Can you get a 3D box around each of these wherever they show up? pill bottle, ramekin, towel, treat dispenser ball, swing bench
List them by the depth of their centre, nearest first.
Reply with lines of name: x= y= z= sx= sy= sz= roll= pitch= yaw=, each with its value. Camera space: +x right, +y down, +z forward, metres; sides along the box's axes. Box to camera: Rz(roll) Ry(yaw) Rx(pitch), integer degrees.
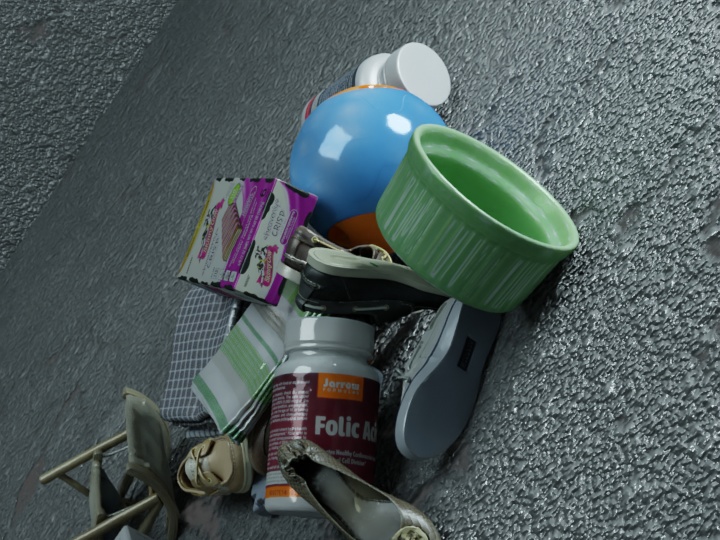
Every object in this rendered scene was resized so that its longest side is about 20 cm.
ramekin: x=0.112 y=-0.049 z=1.460 sx=0.098 sy=0.199 sz=0.200 roll=-55 pitch=23 yaw=23
pill bottle: x=-0.038 y=0.156 z=1.515 sx=0.114 sy=0.114 sz=0.201 roll=-17 pitch=66 yaw=56
towel: x=-0.116 y=0.083 z=1.645 sx=0.200 sy=0.031 sz=0.149 roll=-56 pitch=33 yaw=6
treat dispenser ball: x=0.016 y=-0.120 z=1.715 sx=0.201 sy=0.200 sz=0.201 roll=-43 pitch=27 yaw=29
towel: x=-0.174 y=0.107 z=1.806 sx=0.165 sy=0.085 sz=0.201 roll=-10 pitch=62 yaw=53
pill bottle: x=0.022 y=-0.219 z=1.928 sx=0.200 sy=0.119 sz=0.120 roll=-29 pitch=36 yaw=47
swing bench: x=-0.323 y=0.301 z=1.944 sx=0.200 sy=0.130 sz=0.199 roll=-45 pitch=25 yaw=13

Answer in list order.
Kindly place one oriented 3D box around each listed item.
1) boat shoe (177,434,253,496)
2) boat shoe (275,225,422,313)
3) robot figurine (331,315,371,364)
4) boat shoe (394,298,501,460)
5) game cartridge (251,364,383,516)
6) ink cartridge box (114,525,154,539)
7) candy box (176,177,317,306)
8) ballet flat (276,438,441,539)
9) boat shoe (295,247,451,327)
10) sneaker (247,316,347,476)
boat shoe: x=-0.177 y=0.239 z=1.743 sx=0.200 sy=0.069 sz=0.074 roll=132 pitch=131 yaw=-64
boat shoe: x=0.000 y=0.000 z=1.599 sx=0.072 sy=0.199 sz=0.060 roll=31 pitch=103 yaw=54
robot figurine: x=-0.035 y=0.061 z=1.767 sx=0.145 sy=0.058 sz=0.200 roll=-61 pitch=25 yaw=-9
boat shoe: x=0.072 y=0.107 z=1.485 sx=0.086 sy=0.074 sz=0.203 roll=-19 pitch=42 yaw=54
game cartridge: x=-0.049 y=0.190 z=1.662 sx=0.200 sy=0.041 sz=0.134 roll=-36 pitch=27 yaw=40
ink cartridge box: x=-0.281 y=0.427 z=1.750 sx=0.145 sy=0.084 sz=0.200 roll=-54 pitch=23 yaw=7
candy box: x=-0.136 y=-0.037 z=1.697 sx=0.200 sy=0.061 sz=0.137 roll=6 pitch=74 yaw=64
ballet flat: x=-0.006 y=0.225 z=1.394 sx=0.200 sy=0.046 sz=0.068 roll=36 pitch=89 yaw=27
boat shoe: x=0.023 y=0.026 z=1.542 sx=0.072 sy=0.199 sz=0.068 roll=37 pitch=114 yaw=57
sneaker: x=-0.057 y=0.142 z=1.610 sx=0.201 sy=0.070 sz=0.075 roll=-61 pitch=27 yaw=-7
